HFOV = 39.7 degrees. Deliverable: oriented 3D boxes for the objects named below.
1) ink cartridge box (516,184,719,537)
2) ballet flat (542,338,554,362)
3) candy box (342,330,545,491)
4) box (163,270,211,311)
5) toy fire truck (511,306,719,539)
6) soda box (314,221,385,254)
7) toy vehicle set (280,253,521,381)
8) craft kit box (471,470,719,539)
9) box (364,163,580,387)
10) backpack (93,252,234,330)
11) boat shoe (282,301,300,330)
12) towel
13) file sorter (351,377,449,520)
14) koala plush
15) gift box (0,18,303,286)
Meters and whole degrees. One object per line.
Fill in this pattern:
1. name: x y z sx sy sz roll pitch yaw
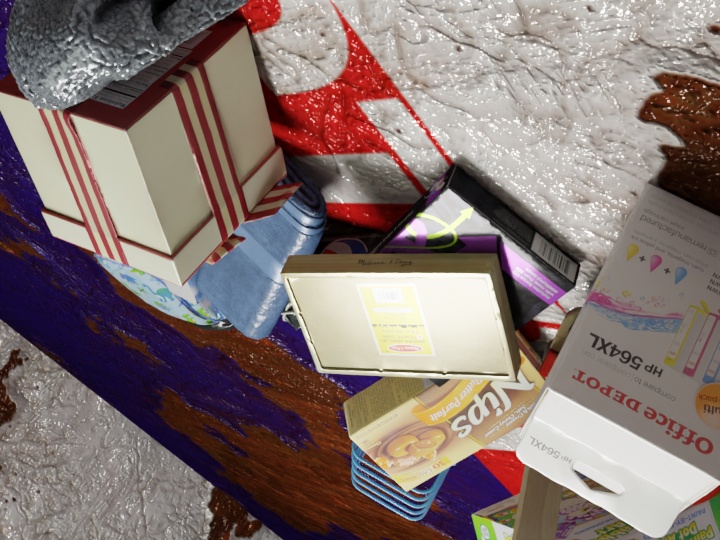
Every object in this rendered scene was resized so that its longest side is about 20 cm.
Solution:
1. ink cartridge box: 0.208 0.071 0.711 0.127 0.201 0.126 27 158 12
2. ballet flat: 0.262 0.119 0.919 0.198 0.069 0.068 28 -174 -8
3. candy box: 0.095 0.137 1.038 0.116 0.199 0.056 47 -164 -35
4. box: -0.181 -0.053 1.088 0.047 0.123 0.201 21 156 16
5. toy fire truck: 0.213 0.152 0.830 0.174 0.202 0.129 27 -169 12
6. soda box: 0.000 0.000 1.035 0.198 0.064 0.071 14 152 38
7. toy vehicle set: 0.036 0.042 0.893 0.197 0.027 0.125 0 129 24
8. craft kit box: 0.235 0.229 0.929 0.197 0.198 0.049 -1 104 66
9. box: 0.077 0.014 0.894 0.142 0.036 0.200 36 135 -10
10. backpack: -0.239 -0.016 1.254 0.162 0.154 0.202 23 145 39
11. boat shoe: -0.062 0.049 1.226 0.199 0.061 0.076 35 158 -7
12. towel: -0.100 -0.026 1.019 0.112 0.048 0.201 45 133 16
13. file sorter: 0.063 0.261 1.426 0.138 0.123 0.201 28 159 12
14. koala plush: -0.203 -0.237 0.691 0.176 0.184 0.202 -2 125 46
15. gift box: -0.169 -0.115 0.874 0.183 0.200 0.188 23 142 31
